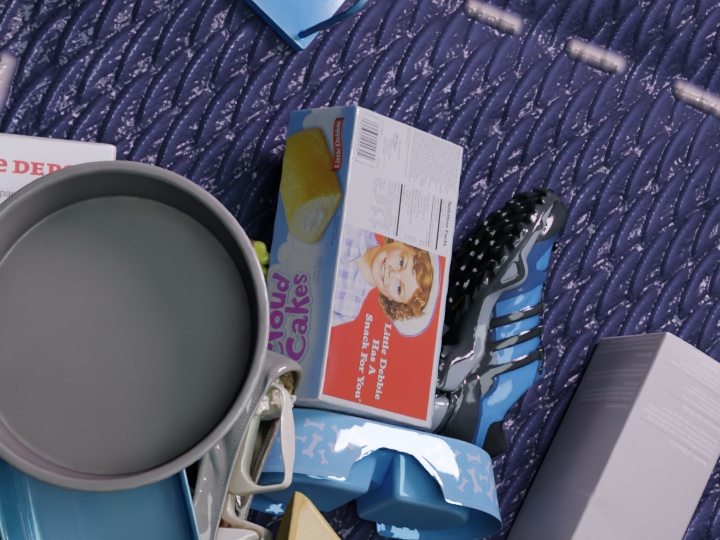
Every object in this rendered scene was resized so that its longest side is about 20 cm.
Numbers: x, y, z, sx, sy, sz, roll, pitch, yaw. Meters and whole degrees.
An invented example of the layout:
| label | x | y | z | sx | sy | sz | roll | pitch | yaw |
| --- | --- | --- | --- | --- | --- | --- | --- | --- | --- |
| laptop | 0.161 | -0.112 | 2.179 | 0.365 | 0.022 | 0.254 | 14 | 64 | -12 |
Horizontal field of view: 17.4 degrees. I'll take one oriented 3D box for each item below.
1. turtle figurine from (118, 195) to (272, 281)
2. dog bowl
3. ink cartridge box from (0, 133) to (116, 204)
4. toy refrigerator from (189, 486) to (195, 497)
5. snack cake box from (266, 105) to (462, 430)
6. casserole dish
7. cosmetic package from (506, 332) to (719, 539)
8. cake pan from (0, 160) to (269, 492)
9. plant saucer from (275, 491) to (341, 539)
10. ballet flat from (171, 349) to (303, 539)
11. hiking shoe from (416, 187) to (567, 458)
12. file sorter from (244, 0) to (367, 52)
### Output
| label | x | y | z | sx | sy | sz | roll | pitch | yaw |
| --- | --- | --- | --- | --- | --- | --- | --- | --- | --- |
| turtle figurine | -0.119 | 0.034 | 1.531 | 0.161 | 0.064 | 0.202 | -7 | 88 | -60 |
| dog bowl | 0.003 | 0.138 | 1.590 | 0.198 | 0.111 | 0.050 | 13 | 68 | -21 |
| ink cartridge box | -0.239 | 0.012 | 1.508 | 0.143 | 0.084 | 0.202 | 4 | 85 | -22 |
| toy refrigerator | -0.097 | 0.201 | 1.558 | 0.199 | 0.076 | 0.070 | 36 | 74 | -17 |
| snack cake box | 0.000 | 0.000 | 1.594 | 0.115 | 0.067 | 0.202 | 18 | 75 | -46 |
| casserole dish | -0.161 | 0.144 | 1.441 | 0.120 | 0.039 | 0.202 | -15 | 83 | 4 |
| cosmetic package | 0.183 | 0.149 | 1.663 | 0.090 | 0.107 | 0.201 | 29 | 78 | -18 |
| cake pan | -0.151 | 0.035 | 1.415 | 0.198 | 0.037 | 0.202 | -1 | 78 | 5 |
| plant saucer | 0.000 | 0.248 | 1.427 | 0.048 | 0.200 | 0.201 | -36 | 98 | 8 |
| ballet flat | -0.080 | 0.146 | 1.485 | 0.063 | 0.067 | 0.202 | 10 | 80 | 17 |
| hiking shoe | 0.099 | 0.039 | 1.661 | 0.086 | 0.074 | 0.201 | 31 | 85 | -25 |
| file sorter | -0.051 | -0.274 | 1.588 | 0.200 | 0.123 | 0.139 | 43 | 72 | -14 |
